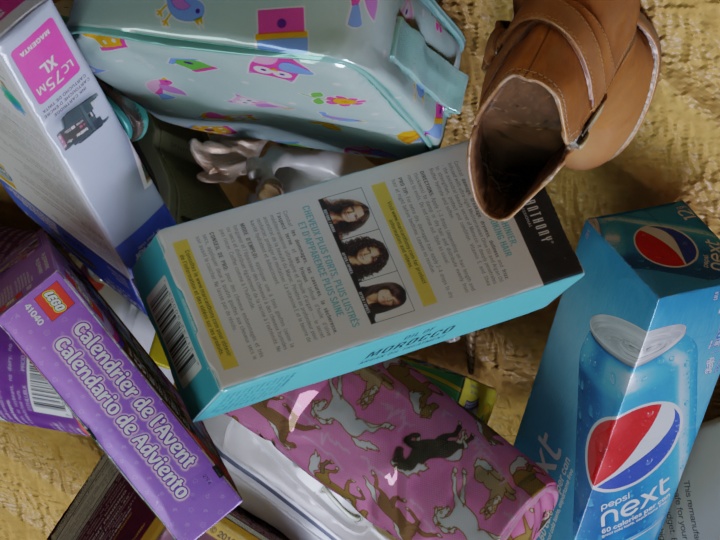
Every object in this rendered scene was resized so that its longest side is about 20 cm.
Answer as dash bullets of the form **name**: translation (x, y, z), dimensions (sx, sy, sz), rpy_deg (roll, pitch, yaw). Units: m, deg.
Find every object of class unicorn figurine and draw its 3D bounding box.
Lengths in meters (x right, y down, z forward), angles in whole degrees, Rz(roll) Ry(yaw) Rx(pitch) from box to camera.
- **unicorn figurine**: translation (0.009, -0.016, 1.287), dimensions (0.074, 0.137, 0.200), rpy_deg (-34, 98, 27)

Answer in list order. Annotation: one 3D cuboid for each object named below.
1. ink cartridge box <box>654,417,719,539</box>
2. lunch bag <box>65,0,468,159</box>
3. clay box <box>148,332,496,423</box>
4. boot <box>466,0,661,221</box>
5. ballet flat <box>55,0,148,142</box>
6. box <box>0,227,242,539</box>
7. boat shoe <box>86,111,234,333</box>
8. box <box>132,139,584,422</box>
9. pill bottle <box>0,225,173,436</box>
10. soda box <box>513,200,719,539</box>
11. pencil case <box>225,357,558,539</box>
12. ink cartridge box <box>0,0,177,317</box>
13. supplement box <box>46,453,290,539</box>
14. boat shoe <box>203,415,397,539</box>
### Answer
- **ink cartridge box**: translation (0.188, 0.166, 1.375), dimensions (0.084, 0.145, 0.200), rpy_deg (4, 160, -42)
- **lunch bag**: translation (-0.036, -0.109, 1.159), dimensions (0.160, 0.077, 0.200), rpy_deg (6, 172, 15)
- **clay box**: translation (-0.006, 0.062, 1.383), dimensions (0.199, 0.048, 0.115), rpy_deg (15, 177, 12)
- **boot**: translation (0.085, -0.077, 1.127), dimensions (0.073, 0.155, 0.200), rpy_deg (11, 142, 13)
- **ballet flat**: translation (-0.178, -0.114, 1.275), dimensions (0.200, 0.070, 0.067), rpy_deg (13, 138, 31)
- **box**: translation (-0.121, 0.051, 1.209), dimensions (0.137, 0.039, 0.200), rpy_deg (52, 177, -11)
- **boat shoe**: translation (-0.103, -0.017, 1.261), dimensions (0.068, 0.200, 0.075), rpy_deg (-36, 141, 22)
- **box**: translation (0.000, 0.000, 1.179), dimensions (0.082, 0.200, 0.049), rpy_deg (67, 153, 13)
- **pill bottle**: translation (-0.212, 0.029, 1.441), dimensions (0.199, 0.112, 0.112), rpy_deg (9, 141, 17)
- **soda box**: translation (0.134, 0.065, 1.292), dimensions (0.064, 0.068, 0.200), rpy_deg (-12, 134, -30)
- **pencil case**: translation (0.003, 0.085, 1.278), dimensions (0.200, 0.087, 0.083), rpy_deg (38, 179, 12)
- **ink cartridge box**: translation (-0.152, -0.072, 1.160), dimensions (0.119, 0.042, 0.200), rpy_deg (35, 159, 38)
- **supplement box**: translation (-0.102, 0.183, 1.504), dimensions (0.131, 0.103, 0.200), rpy_deg (34, -179, -17)
- **boat shoe**: translation (-0.019, 0.132, 1.507), dimensions (0.067, 0.074, 0.200), rpy_deg (-48, 129, 11)
